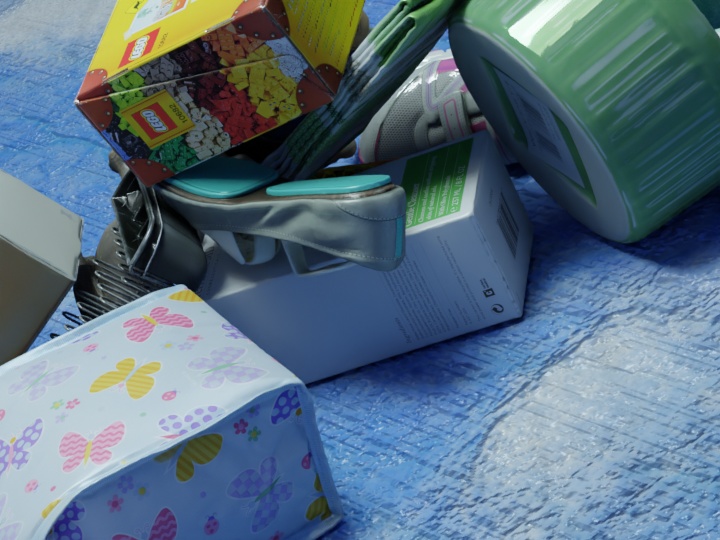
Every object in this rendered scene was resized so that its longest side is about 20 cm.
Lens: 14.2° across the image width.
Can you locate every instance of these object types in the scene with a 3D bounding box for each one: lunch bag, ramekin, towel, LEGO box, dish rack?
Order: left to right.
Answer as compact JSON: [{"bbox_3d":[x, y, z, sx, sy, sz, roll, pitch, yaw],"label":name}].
[{"bbox_3d":[-0.160,0.047,1.787,0.201,0.054,0.153,-60,15,10],"label":"dish rack"},{"bbox_3d":[-0.139,0.116,1.636,0.199,0.128,0.169,-24,29,-21],"label":"lunch bag"},{"bbox_3d":[-0.075,-0.164,1.773,0.149,0.077,0.200,-23,32,30],"label":"LEGO box"},{"bbox_3d":[0.010,-0.128,1.789,0.200,0.031,0.149,-49,-3,40],"label":"towel"},{"bbox_3d":[0.143,-0.112,1.747,0.098,0.200,0.200,-39,26,-10],"label":"ramekin"}]

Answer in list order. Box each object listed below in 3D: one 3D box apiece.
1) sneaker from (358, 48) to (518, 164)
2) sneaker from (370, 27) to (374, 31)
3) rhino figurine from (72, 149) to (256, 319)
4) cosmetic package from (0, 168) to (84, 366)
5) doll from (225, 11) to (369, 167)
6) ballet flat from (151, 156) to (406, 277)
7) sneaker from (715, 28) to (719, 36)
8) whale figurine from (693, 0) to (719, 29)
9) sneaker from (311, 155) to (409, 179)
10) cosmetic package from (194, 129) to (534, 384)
[{"bbox_3d":[0.090,-0.111,1.931,0.199,0.082,0.088,-29,27,7],"label":"sneaker"},{"bbox_3d":[0.002,-0.134,2.013,0.081,0.074,0.200,-2,0,28],"label":"sneaker"},{"bbox_3d":[-0.131,-0.039,1.886,0.200,0.060,0.088,-54,51,25],"label":"rhino figurine"},{"bbox_3d":[-0.262,0.044,1.873,0.200,0.071,0.105,-54,16,18],"label":"cosmetic package"},{"bbox_3d":[-0.062,-0.099,1.927,0.200,0.136,0.049,-54,37,40],"label":"doll"},{"bbox_3d":[-0.053,-0.029,1.731,0.199,0.064,0.067,8,20,43],"label":"ballet flat"},{"bbox_3d":[0.293,-0.149,1.806,0.199,0.074,0.118,-5,37,22],"label":"sneaker"},{"bbox_3d":[0.231,-0.187,1.852,0.159,0.104,0.200,-24,-10,5],"label":"whale figurine"},{"bbox_3d":[-0.019,-0.035,1.877,0.199,0.077,0.073,-20,52,25],"label":"sneaker"},{"bbox_3d":[0.000,0.000,1.794,0.199,0.085,0.108,-18,29,17],"label":"cosmetic package"}]
